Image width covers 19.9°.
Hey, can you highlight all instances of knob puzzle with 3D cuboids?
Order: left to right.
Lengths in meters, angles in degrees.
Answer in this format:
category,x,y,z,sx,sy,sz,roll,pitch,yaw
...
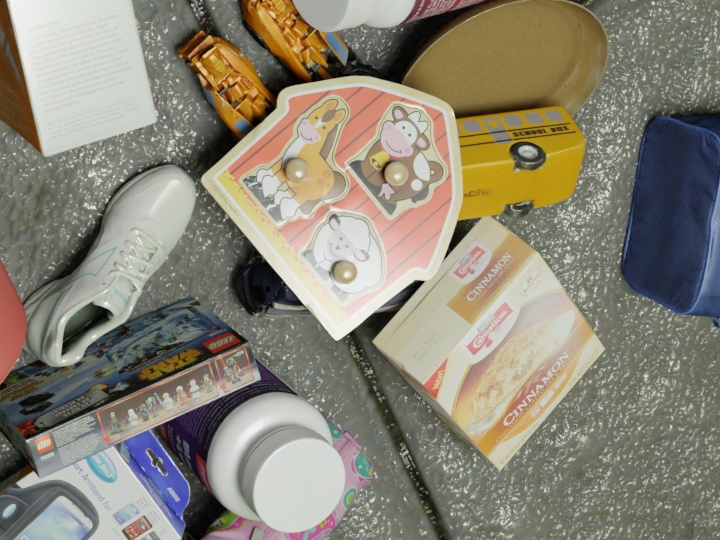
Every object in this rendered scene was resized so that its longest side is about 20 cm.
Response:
category,x,y,z,sx,sy,sz,roll,pitch,yaw
knob puzzle,0.000,-0.072,1.682,0.218,0.030,0.221,0,89,-9

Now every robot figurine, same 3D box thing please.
category,x,y,z,sx,sy,sz,roll,pitch,yaw
robot figurine,-0.055,-0.144,1.726,0.145,0.058,0.200,-45,121,-5

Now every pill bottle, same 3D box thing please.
category,x,y,z,sx,sy,sz,roll,pitch,yaw
pill bottle,-0.091,0.143,1.724,0.111,0.200,0.112,-9,111,-24
pill bottle,0.043,-0.264,1.685,0.199,0.114,0.115,-19,116,-32

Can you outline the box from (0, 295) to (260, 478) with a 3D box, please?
category,x,y,z,sx,sy,sz,roll,pitch,yaw
box,-0.198,0.093,1.688,0.199,0.137,0.040,-23,114,-18

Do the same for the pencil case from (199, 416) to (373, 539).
category,x,y,z,sx,sy,sz,roll,pitch,yaw
pencil case,-0.072,0.217,1.790,0.200,0.087,0.088,-44,125,-38

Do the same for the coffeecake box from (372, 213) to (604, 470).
category,x,y,z,sx,sy,sz,roll,pitch,yaw
coffeecake box,0.119,0.067,1.842,0.154,0.073,0.200,-48,144,-5

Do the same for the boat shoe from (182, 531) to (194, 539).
category,x,y,z,sx,sy,sz,roll,pitch,yaw
boat shoe,-0.171,0.242,1.790,0.199,0.075,0.093,2,112,-28

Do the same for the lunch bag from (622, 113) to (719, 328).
category,x,y,z,sx,sy,sz,roll,pitch,yaw
lunch bag,0.341,-0.043,1.921,0.132,0.136,0.201,0,108,-27

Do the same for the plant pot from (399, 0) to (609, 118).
category,x,y,z,sx,sy,sz,roll,pitch,yaw
plant pot,0.119,-0.170,1.779,0.199,0.028,0.200,-15,145,-11

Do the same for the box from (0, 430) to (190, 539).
category,x,y,z,sx,sy,sz,roll,pitch,yaw
box,-0.241,0.211,1.709,0.200,0.041,0.119,-34,101,11

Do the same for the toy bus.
category,x,y,z,sx,sy,sz,roll,pitch,yaw
toy bus,0.095,-0.089,1.777,0.199,0.078,0.065,-9,136,-20

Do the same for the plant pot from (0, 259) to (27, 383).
category,x,y,z,sx,sy,sz,roll,pitch,yaw
plant pot,-0.358,0.014,1.558,0.200,0.200,0.178,-41,130,-9

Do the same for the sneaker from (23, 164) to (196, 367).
category,x,y,z,sx,sy,sz,roll,pitch,yaw
sneaker,-0.197,0.002,1.693,0.070,0.080,0.201,41,85,-30

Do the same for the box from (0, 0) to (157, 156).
category,x,y,z,sx,sy,sz,roll,pitch,yaw
box,-0.238,-0.207,1.571,0.097,0.124,0.201,-19,114,-20

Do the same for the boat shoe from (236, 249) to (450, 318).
category,x,y,z,sx,sy,sz,roll,pitch,yaw
boat shoe,0.000,0.000,1.767,0.199,0.093,0.075,-13,86,-22
